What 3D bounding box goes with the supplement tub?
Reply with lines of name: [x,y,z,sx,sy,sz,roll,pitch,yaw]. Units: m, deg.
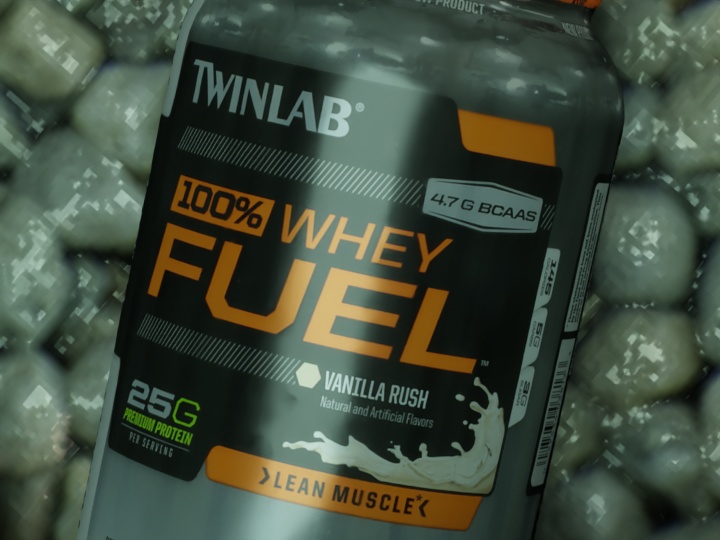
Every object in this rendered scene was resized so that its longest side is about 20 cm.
supplement tub: [0.000,0.000,0.774,0.122,0.123,0.201,12,95,10]
